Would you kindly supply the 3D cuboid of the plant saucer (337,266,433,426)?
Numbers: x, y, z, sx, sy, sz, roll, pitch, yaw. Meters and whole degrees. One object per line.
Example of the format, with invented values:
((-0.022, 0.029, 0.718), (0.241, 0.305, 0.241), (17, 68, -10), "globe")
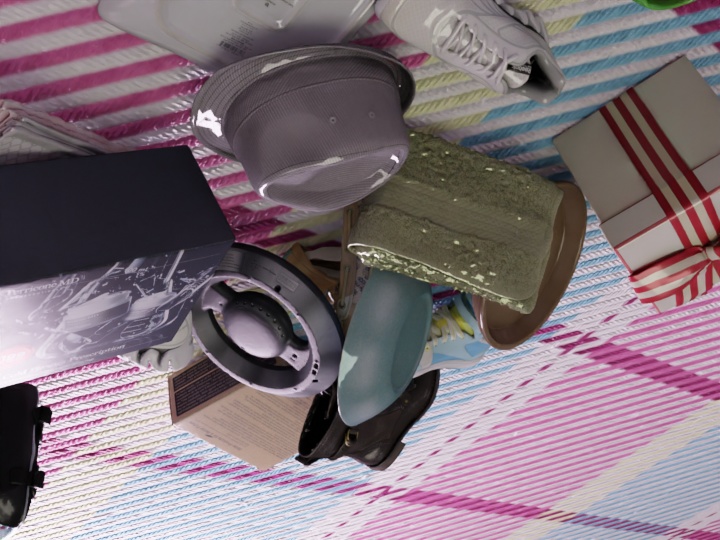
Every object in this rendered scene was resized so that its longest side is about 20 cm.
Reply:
((0.037, 0.069, 0.882), (0.039, 0.201, 0.201), (17, 146, 19), "plant saucer")

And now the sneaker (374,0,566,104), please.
((0.101, -0.195, 0.721), (0.200, 0.081, 0.075), (9, 137, -38), "sneaker")

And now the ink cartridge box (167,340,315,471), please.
((-0.117, 0.162, 1.078), (0.164, 0.075, 0.200), (-28, 142, 14), "ink cartridge box")

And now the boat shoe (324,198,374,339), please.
((0.000, 0.000, 0.888), (0.063, 0.073, 0.201), (15, 103, 12), "boat shoe")

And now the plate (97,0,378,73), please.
((-0.069, -0.222, 0.668), (0.199, 0.032, 0.200), (20, 128, -39), "plate")

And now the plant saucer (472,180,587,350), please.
((0.186, -0.007, 0.949), (0.200, 0.029, 0.201), (-29, 132, -37), "plant saucer")

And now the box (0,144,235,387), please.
((-0.238, -0.001, 0.719), (0.200, 0.104, 0.182), (-15, 156, -38), "box")

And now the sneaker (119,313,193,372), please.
((-0.269, 0.049, 0.871), (0.199, 0.075, 0.081), (4, 122, -14), "sneaker")

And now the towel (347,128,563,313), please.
((0.095, -0.053, 0.827), (0.199, 0.149, 0.036), (18, 163, -11), "towel")

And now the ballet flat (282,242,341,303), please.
((0.000, 0.012, 0.955), (0.200, 0.069, 0.063), (10, 120, -34), "ballet flat")

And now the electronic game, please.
((-0.106, 0.056, 0.901), (0.200, 0.042, 0.200), (17, 133, 19), "electronic game")

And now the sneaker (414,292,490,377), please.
((0.101, 0.063, 1.039), (0.200, 0.080, 0.131), (-4, 144, -41), "sneaker")

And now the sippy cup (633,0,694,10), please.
((0.239, -0.295, 0.638), (0.130, 0.140, 0.178), (-28, 167, -4), "sippy cup")

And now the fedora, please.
((-0.037, -0.109, 0.734), (0.200, 0.091, 0.177), (-8, 158, -29), "fedora")

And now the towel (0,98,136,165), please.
((-0.286, -0.052, 0.730), (0.191, 0.032, 0.200), (-34, 160, 17), "towel")

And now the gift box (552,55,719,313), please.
((0.340, -0.075, 0.890), (0.184, 0.187, 0.200), (-36, 138, 21), "gift box")

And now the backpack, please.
((-0.440, 0.225, 0.943), (0.150, 0.178, 0.200), (11, 143, -28), "backpack")

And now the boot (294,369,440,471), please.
((0.012, 0.158, 1.052), (0.174, 0.069, 0.200), (33, 79, -52), "boot")
